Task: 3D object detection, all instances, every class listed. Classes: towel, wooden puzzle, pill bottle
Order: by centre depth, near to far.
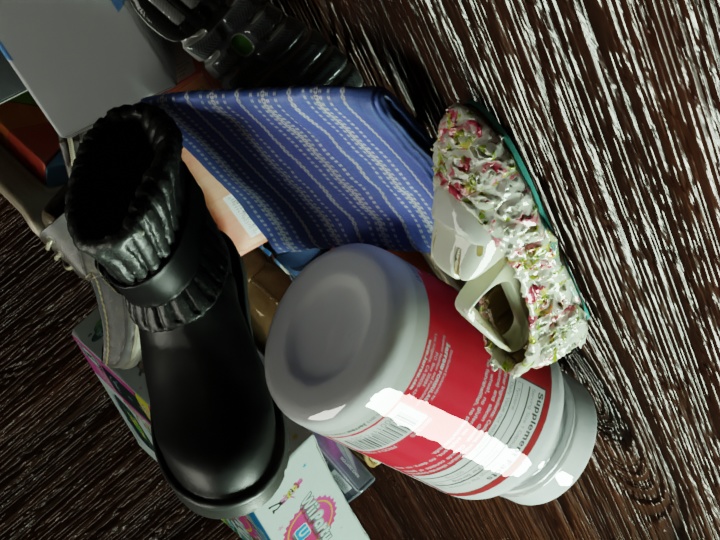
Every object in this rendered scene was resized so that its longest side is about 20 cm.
[{"bbox_3d":[-0.020,-0.054,1.534,0.199,0.024,0.145,1,144,45],"label":"towel"},{"bbox_3d":[0.047,0.069,1.589,0.200,0.113,0.112,28,-172,-41],"label":"pill bottle"},{"bbox_3d":[-0.183,-0.097,1.864,0.200,0.184,0.037,44,138,46],"label":"wooden puzzle"}]

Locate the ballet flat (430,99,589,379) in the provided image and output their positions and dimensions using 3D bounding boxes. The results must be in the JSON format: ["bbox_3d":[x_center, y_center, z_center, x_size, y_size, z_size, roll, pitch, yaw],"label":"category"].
[{"bbox_3d":[0.074,-0.007,1.437,0.076,0.064,0.200,40,166,41],"label":"ballet flat"}]

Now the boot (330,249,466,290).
[{"bbox_3d":[0.000,0.000,1.710,0.200,0.107,0.075,51,174,11],"label":"boot"}]

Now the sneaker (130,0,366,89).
[{"bbox_3d":[-0.060,-0.140,1.603,0.200,0.075,0.116,47,-168,-21],"label":"sneaker"}]

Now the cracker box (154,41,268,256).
[{"bbox_3d":[-0.105,-0.119,1.709,0.134,0.057,0.200,55,-171,-37],"label":"cracker box"}]

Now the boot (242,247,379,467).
[{"bbox_3d":[-0.043,0.055,1.824,0.200,0.066,0.175,44,177,15],"label":"boot"}]

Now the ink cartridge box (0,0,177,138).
[{"bbox_3d":[-0.181,-0.203,1.620,0.145,0.083,0.201,57,-165,-37],"label":"ink cartridge box"}]

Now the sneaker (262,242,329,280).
[{"bbox_3d":[-0.015,-0.011,1.868,0.082,0.074,0.200,47,178,8],"label":"sneaker"}]

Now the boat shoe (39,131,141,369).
[{"bbox_3d":[-0.172,-0.035,1.745,0.075,0.073,0.201,-111,20,-75],"label":"boat shoe"}]

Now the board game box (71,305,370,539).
[{"bbox_3d":[-0.094,0.113,1.818,0.200,0.064,0.148,38,164,35],"label":"board game box"}]

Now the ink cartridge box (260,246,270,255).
[{"bbox_3d":[-0.153,-0.080,2.058,0.200,0.084,0.145,52,-161,-12],"label":"ink cartridge box"}]

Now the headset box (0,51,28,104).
[{"bbox_3d":[-0.267,-0.210,1.692,0.175,0.092,0.200,57,-165,-32],"label":"headset box"}]

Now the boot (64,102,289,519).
[{"bbox_3d":[-0.108,0.024,1.551,0.158,0.079,0.212,67,-175,-56],"label":"boot"}]

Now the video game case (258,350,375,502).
[{"bbox_3d":[-0.072,0.081,1.827,0.200,0.019,0.143,48,167,2],"label":"video game case"}]
